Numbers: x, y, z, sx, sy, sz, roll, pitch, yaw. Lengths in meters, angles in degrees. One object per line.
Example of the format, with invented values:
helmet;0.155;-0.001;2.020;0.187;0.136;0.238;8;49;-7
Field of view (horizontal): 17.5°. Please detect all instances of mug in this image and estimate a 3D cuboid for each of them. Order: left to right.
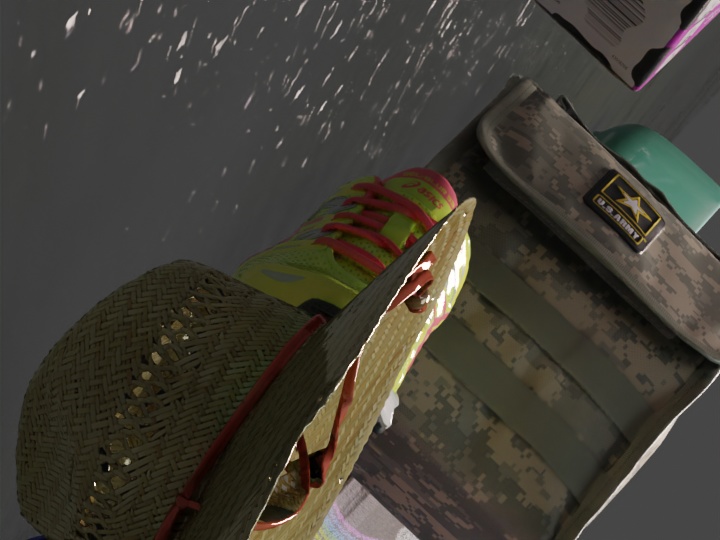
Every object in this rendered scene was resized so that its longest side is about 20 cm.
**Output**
mug;0.196;-0.036;1.870;0.152;0.114;0.185;-46;175;-22

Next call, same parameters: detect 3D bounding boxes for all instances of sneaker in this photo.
sneaker;0.000;0.000;0.861;0.090;0.078;0.200;-56;180;4

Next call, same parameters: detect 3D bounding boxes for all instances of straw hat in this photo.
straw hat;-0.051;0.047;0.677;0.201;0.085;0.201;-60;174;-10

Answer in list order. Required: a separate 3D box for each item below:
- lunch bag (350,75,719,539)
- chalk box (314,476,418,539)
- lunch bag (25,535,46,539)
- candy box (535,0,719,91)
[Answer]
lunch bag;0.076;0.022;1.062;0.200;0.164;0.118;-46;178;-24
chalk box;-0.045;0.222;1.583;0.200;0.124;0.124;-45;-160;-12
lunch bag;-0.085;0.182;0.803;0.200;0.127;0.170;-43;131;0
candy box;0.162;-0.173;0.900;0.136;0.061;0.200;-43;173;-35
